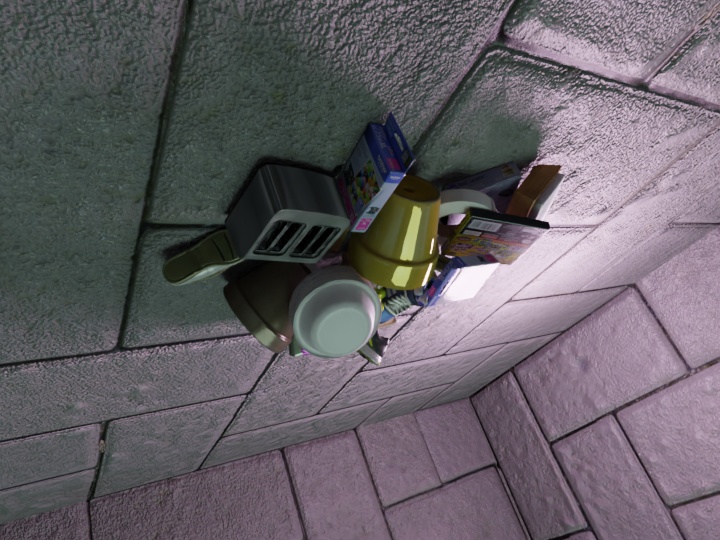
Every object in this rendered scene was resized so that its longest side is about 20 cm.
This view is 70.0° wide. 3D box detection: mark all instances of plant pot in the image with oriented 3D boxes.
[{"bbox_3d":[0.084,-0.094,1.096,0.197,0.201,0.192,-7,129,-28],"label":"plant pot"},{"bbox_3d":[-0.187,0.056,1.185,0.173,0.201,0.200,-42,152,1],"label":"plant pot"}]

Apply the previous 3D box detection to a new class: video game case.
[{"bbox_3d":[0.314,-0.076,1.223,0.196,0.026,0.181,8,152,-12],"label":"video game case"}]

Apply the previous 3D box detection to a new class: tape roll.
[{"bbox_3d":[0.221,-0.120,1.212,0.198,0.038,0.204,0,152,0],"label":"tape roll"}]

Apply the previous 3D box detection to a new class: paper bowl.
[{"bbox_3d":[-0.049,0.101,1.098,0.197,0.105,0.204,-9,122,-15],"label":"paper bowl"}]

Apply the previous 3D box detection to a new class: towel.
[{"bbox_3d":[0.170,-0.032,1.307,0.148,0.198,0.037,24,89,-58],"label":"towel"}]

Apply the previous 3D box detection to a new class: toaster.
[{"bbox_3d":[-0.132,-0.106,0.977,0.179,0.120,0.200,3,144,-43],"label":"toaster"}]

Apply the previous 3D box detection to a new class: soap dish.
[{"bbox_3d":[0.418,-0.155,1.284,0.157,0.081,0.202,-45,159,-31],"label":"soap dish"}]

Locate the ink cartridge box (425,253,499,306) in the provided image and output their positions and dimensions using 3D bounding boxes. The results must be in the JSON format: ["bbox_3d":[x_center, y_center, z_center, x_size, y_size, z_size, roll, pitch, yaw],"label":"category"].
[{"bbox_3d":[0.232,0.020,1.204,0.198,0.042,0.120,-9,139,-46],"label":"ink cartridge box"}]

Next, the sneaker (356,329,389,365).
[{"bbox_3d":[-0.005,0.153,1.320,0.085,0.200,0.074,-51,-158,-19],"label":"sneaker"}]

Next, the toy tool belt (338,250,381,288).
[{"bbox_3d":[0.000,0.000,1.264,0.122,0.127,0.199,-31,173,30],"label":"toy tool belt"}]

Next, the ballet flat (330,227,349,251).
[{"bbox_3d":[-0.040,-0.112,1.106,0.062,0.070,0.201,19,137,-12],"label":"ballet flat"}]

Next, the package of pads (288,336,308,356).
[{"bbox_3d":[-0.095,0.137,1.358,0.196,0.158,0.068,-3,176,-20],"label":"package of pads"}]

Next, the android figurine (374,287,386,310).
[{"bbox_3d":[-0.033,0.075,1.256,0.198,0.180,0.042,-22,119,-44],"label":"android figurine"}]

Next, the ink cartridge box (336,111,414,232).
[{"bbox_3d":[0.020,-0.180,0.957,0.041,0.121,0.200,0,147,-33],"label":"ink cartridge box"}]

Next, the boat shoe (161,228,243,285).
[{"bbox_3d":[-0.301,-0.028,1.051,0.197,0.076,0.068,-21,174,-8],"label":"boat shoe"}]

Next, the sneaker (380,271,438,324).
[{"bbox_3d":[0.114,0.071,1.290,0.200,0.146,0.081,-47,115,-2],"label":"sneaker"}]

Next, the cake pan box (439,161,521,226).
[{"bbox_3d":[0.286,-0.166,1.276,0.197,0.053,0.185,-21,151,-6],"label":"cake pan box"}]

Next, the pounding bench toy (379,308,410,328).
[{"bbox_3d":[0.075,0.067,1.454,0.196,0.126,0.157,-12,151,-22],"label":"pounding bench toy"}]
